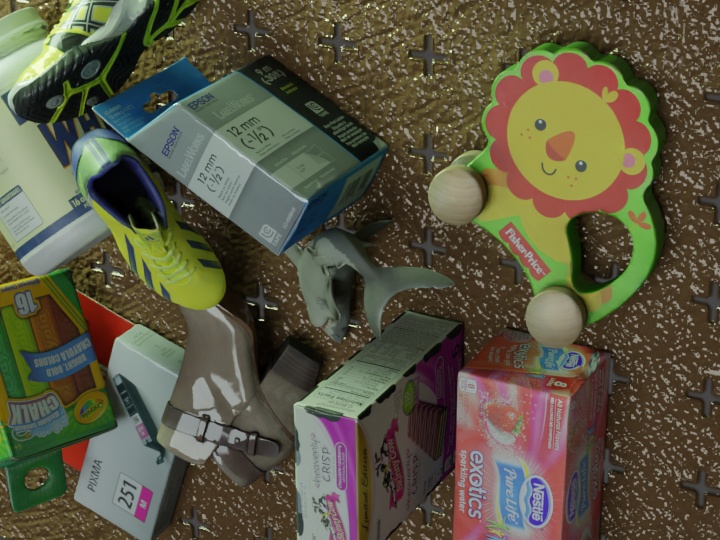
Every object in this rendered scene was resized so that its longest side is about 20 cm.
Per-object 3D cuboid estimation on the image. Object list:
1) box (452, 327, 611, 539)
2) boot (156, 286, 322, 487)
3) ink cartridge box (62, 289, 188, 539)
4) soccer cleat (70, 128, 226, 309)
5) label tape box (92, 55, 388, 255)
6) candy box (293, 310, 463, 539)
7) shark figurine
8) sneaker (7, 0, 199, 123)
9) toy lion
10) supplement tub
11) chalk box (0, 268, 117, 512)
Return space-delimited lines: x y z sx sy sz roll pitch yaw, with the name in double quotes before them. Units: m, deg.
"box" 0.141 0.163 1.605 0.102 0.095 0.201 13 117 24
"boot" -0.135 0.095 1.729 0.200 0.070 0.146 37 104 0
"ink cartridge box" -0.239 0.136 1.846 0.173 0.044 0.201 28 122 15
"soccer cleat" -0.172 -0.031 1.606 0.065 0.084 0.200 -37 124 -3
"label tape box" -0.096 -0.115 1.590 0.200 0.143 0.066 39 125 10
"candy box" 0.019 0.135 1.598 0.061 0.200 0.137 11 117 26
"shark figurine" -0.001 -0.014 1.605 0.129 0.089 0.214 63 162 -3
"sneaker" -0.220 -0.202 1.624 0.076 0.200 0.075 42 167 21
"toy lion" 0.164 -0.069 1.517 0.192 0.069 0.200 -38 90 28
"supplement tub" -0.280 -0.112 1.696 0.145 0.145 0.200 -31 94 36
"chalk box" -0.318 0.117 1.792 0.124 0.125 0.201 -19 90 46
